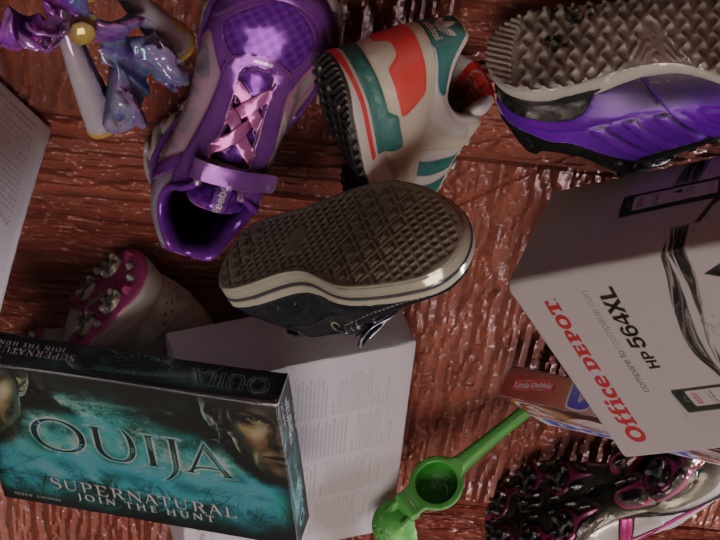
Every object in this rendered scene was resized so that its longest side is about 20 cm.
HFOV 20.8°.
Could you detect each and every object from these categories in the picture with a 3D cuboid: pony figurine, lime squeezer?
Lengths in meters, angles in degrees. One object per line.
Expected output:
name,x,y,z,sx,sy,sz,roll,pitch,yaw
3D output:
pony figurine,-0.143,-0.157,0.933,0.165,0.194,0.200,-16,143,8
lime squeezer,0.051,0.156,1.315,0.070,0.038,0.200,13,125,-41

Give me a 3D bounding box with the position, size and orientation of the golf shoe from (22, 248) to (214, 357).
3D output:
golf shoe,-0.174,0.068,1.265,0.091,0.076,0.200,30,132,-30

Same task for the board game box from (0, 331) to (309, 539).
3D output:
board game box,-0.134,0.102,1.195,0.198,0.028,0.136,7,137,13

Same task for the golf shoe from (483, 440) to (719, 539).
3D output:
golf shoe,0.172,0.160,1.329,0.092,0.073,0.199,24,142,-39

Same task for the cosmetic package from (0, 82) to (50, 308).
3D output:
cosmetic package,-0.300,-0.009,1.099,0.198,0.201,0.123,-26,129,28

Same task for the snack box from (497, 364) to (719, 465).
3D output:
snack box,0.185,0.095,1.213,0.199,0.024,0.072,11,168,39

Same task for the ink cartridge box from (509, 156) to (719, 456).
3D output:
ink cartridge box,0.204,0.018,1.068,0.199,0.085,0.146,-12,125,40

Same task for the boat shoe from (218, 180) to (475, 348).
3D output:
boat shoe,0.000,0.000,1.053,0.062,0.075,0.199,38,153,-27

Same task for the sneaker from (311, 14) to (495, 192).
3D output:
sneaker,0.036,-0.068,1.102,0.093,0.071,0.200,-25,147,-5

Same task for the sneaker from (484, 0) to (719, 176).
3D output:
sneaker,0.171,-0.096,1.070,0.198,0.070,0.100,0,144,10

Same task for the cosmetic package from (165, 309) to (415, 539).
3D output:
cosmetic package,-0.049,0.108,1.277,0.150,0.052,0.201,-12,139,-16

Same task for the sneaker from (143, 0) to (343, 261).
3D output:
sneaker,-0.068,-0.079,1.087,0.080,0.089,0.201,19,134,-13
